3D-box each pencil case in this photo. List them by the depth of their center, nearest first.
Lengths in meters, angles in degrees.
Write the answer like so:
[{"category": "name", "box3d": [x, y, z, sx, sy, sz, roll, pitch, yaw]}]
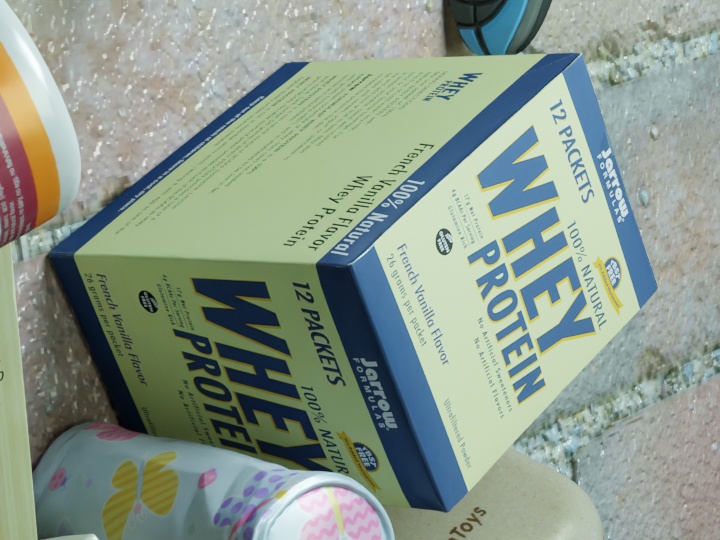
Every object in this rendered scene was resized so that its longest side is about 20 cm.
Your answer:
[{"category": "pencil case", "box3d": [-0.072, 0.123, 1.200, 0.091, 0.199, 0.083, 42, 68, -33]}]

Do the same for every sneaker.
[{"category": "sneaker", "box3d": [0.107, -0.209, 1.480, 0.082, 0.073, 0.201, 26, 74, -48]}]

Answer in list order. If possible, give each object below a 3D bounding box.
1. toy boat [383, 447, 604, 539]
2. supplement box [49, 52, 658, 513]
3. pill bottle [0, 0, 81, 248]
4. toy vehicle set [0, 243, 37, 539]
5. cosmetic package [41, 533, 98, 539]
[{"category": "toy boat", "box3d": [0.039, 0.191, 1.407, 0.200, 0.130, 0.131, -45, 153, -37]}, {"category": "supplement box", "box3d": [0.000, 0.000, 1.272, 0.200, 0.199, 0.135, -43, 122, -39]}, {"category": "pill bottle", "box3d": [-0.214, -0.027, 0.989, 0.199, 0.109, 0.110, -31, 116, -22]}, {"category": "toy vehicle set", "box3d": [-0.167, 0.025, 1.146, 0.026, 0.124, 0.202, -6, 98, -11]}, {"category": "cosmetic package", "box3d": [-0.180, 0.208, 1.122, 0.200, 0.071, 0.106, -34, 98, -28]}]
